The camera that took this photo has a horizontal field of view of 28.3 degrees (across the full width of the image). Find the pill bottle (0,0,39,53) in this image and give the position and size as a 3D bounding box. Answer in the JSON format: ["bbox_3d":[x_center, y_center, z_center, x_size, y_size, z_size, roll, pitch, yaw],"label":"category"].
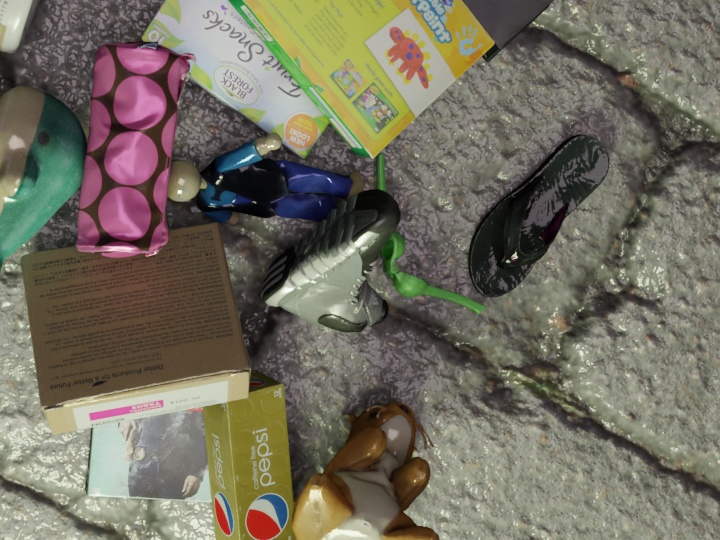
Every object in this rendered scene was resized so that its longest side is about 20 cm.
[{"bbox_3d":[-0.390,-0.290,1.312,0.198,0.120,0.121,21,95,-13],"label":"pill bottle"}]

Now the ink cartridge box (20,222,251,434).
[{"bbox_3d":[-0.216,0.055,1.377,0.197,0.075,0.167,-9,64,-10],"label":"ink cartridge box"}]

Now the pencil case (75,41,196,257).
[{"bbox_3d":[-0.210,-0.112,1.333,0.092,0.091,0.203,7,94,-5],"label":"pencil case"}]

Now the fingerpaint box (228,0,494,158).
[{"bbox_3d":[0.001,-0.239,1.364,0.167,0.073,0.200,-43,104,-5],"label":"fingerpaint box"}]

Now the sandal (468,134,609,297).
[{"bbox_3d":[0.183,-0.059,1.488,0.075,0.048,0.201,39,90,-13],"label":"sandal"}]

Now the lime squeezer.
[{"bbox_3d":[0.052,-0.020,1.476,0.070,0.038,0.201,-35,102,-3],"label":"lime squeezer"}]

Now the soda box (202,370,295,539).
[{"bbox_3d":[-0.112,0.209,1.452,0.067,0.064,0.203,-12,105,-29],"label":"soda box"}]

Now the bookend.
[{"bbox_3d":[0.116,-0.304,1.361,0.092,0.200,0.199,-41,102,-1],"label":"bookend"}]

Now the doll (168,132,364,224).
[{"bbox_3d":[-0.099,-0.084,1.404,0.197,0.137,0.049,5,53,-20],"label":"doll"}]

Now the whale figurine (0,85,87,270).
[{"bbox_3d":[-0.321,-0.069,1.344,0.103,0.159,0.203,21,76,-23],"label":"whale figurine"}]

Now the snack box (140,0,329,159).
[{"bbox_3d":[-0.098,-0.226,1.409,0.199,0.053,0.143,35,92,-14],"label":"snack box"}]

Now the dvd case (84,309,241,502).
[{"bbox_3d":[-0.201,0.135,1.462,0.144,0.022,0.203,5,96,-11],"label":"dvd case"}]

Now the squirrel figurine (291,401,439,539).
[{"bbox_3d":[-0.002,0.231,1.449,0.140,0.188,0.201,21,127,-6],"label":"squirrel figurine"}]

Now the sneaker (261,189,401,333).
[{"bbox_3d":[0.000,0.000,1.421,0.115,0.199,0.076,35,47,-23],"label":"sneaker"}]
